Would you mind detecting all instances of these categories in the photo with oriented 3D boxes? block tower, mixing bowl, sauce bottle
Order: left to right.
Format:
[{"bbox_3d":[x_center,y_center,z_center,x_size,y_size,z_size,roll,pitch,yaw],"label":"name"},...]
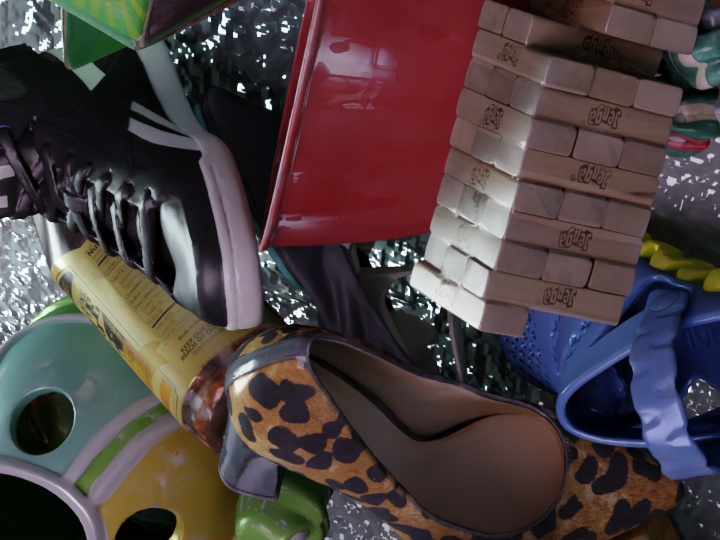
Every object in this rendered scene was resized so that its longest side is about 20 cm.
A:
[{"bbox_3d":[-0.101,-0.004,0.954,0.200,0.066,0.066,45,134,31],"label":"sauce bottle"},{"bbox_3d":[0.034,-0.095,0.794,0.108,0.200,0.201,12,125,-5],"label":"mixing bowl"},{"bbox_3d":[0.074,-0.079,0.695,0.054,0.058,0.201,33,109,62],"label":"block tower"}]

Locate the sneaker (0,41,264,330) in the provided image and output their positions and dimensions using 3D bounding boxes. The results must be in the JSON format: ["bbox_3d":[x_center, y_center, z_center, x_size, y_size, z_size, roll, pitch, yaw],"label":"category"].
[{"bbox_3d":[-0.115,-0.029,0.881,0.200,0.111,0.073,-122,24,-53],"label":"sneaker"}]

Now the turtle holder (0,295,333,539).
[{"bbox_3d":[-0.104,0.096,0.998,0.185,0.132,0.141,35,128,9],"label":"turtle holder"}]

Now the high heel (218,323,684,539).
[{"bbox_3d":[0.044,0.067,0.841,0.199,0.072,0.143,6,157,-5],"label":"high heel"}]

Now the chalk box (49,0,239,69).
[{"bbox_3d":[-0.089,-0.176,0.835,0.124,0.124,0.200,31,127,18],"label":"chalk box"}]

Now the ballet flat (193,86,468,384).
[{"bbox_3d":[0.000,0.000,0.933,0.073,0.073,0.201,-21,98,37],"label":"ballet flat"}]

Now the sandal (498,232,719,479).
[{"bbox_3d":[0.107,0.034,0.839,0.080,0.087,0.200,62,157,-14],"label":"sandal"}]

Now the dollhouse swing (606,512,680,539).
[{"bbox_3d":[0.092,0.227,0.916,0.181,0.176,0.201,-19,99,36],"label":"dollhouse swing"}]

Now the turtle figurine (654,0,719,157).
[{"bbox_3d":[0.143,-0.100,0.754,0.101,0.149,0.201,33,122,32],"label":"turtle figurine"}]
